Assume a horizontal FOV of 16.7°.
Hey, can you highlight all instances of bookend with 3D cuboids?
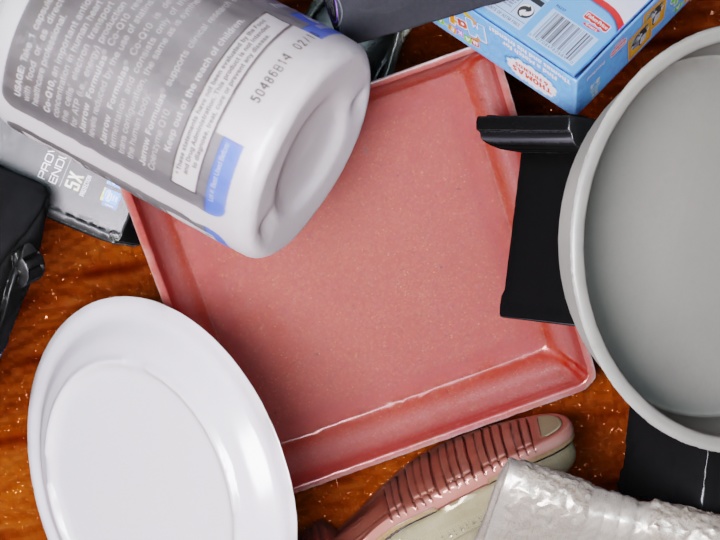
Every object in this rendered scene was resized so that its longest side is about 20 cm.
[{"bbox_3d":[0.153,0.034,1.216,0.198,0.092,0.201,6,90,-27],"label":"bookend"}]

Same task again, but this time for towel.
[{"bbox_3d":[0.113,0.177,1.228,0.132,0.035,0.200,15,133,-1],"label":"towel"}]

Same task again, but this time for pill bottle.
[{"bbox_3d":[-0.105,-0.099,1.159,0.200,0.114,0.114,29,91,16],"label":"pill bottle"}]

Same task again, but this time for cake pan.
[{"bbox_3d":[0.176,-0.016,1.150,0.200,0.037,0.201,-2,95,-26],"label":"cake pan"}]

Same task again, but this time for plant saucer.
[{"bbox_3d":[0.000,0.000,1.258,0.199,0.037,0.200,-19,112,0],"label":"plant saucer"}]

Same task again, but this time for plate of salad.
[{"bbox_3d":[-0.098,0.109,1.251,0.200,0.048,0.201,13,110,40],"label":"plate of salad"}]

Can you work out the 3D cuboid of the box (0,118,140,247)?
[{"bbox_3d":[-0.155,-0.135,1.274,0.163,0.086,0.201,24,91,3],"label":"box"}]

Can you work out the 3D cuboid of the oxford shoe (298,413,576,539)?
[{"bbox_3d":[0.034,0.144,1.278,0.200,0.071,0.074,-31,101,11],"label":"oxford shoe"}]

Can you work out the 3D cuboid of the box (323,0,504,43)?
[{"bbox_3d":[0.065,-0.204,1.150,0.199,0.122,0.106,-16,57,-6],"label":"box"}]

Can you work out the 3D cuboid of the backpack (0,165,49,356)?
[{"bbox_3d":[-0.252,0.049,1.233,0.153,0.200,0.163,23,46,8],"label":"backpack"}]

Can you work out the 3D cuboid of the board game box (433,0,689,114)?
[{"bbox_3d":[0.113,-0.187,1.230,0.151,0.037,0.200,36,68,23],"label":"board game box"}]

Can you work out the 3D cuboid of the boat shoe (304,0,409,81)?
[{"bbox_3d":[-0.021,-0.093,1.279,0.070,0.064,0.201,22,90,2],"label":"boat shoe"}]
